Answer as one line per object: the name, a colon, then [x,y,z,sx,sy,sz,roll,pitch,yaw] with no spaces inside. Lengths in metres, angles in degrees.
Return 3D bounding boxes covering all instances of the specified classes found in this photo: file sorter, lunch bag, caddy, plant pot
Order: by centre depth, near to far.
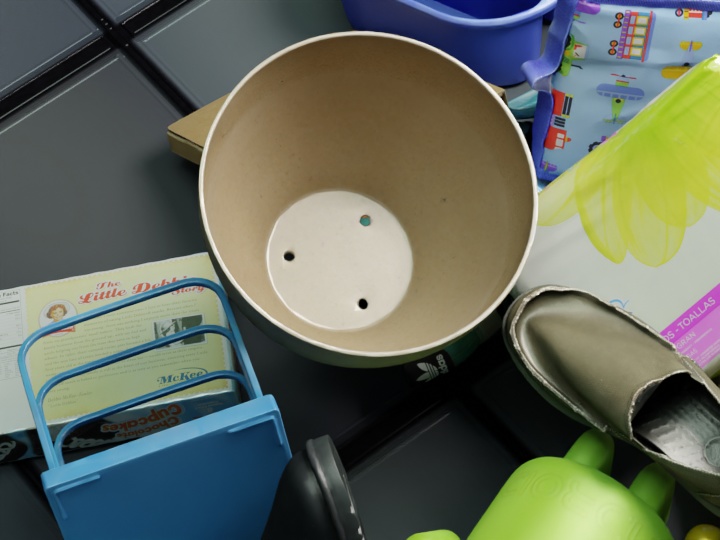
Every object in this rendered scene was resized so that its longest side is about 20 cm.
file sorter: [-0.114,0.120,1.647,0.138,0.200,0.123,-19,51,-5]
plant pot: [-0.005,-0.025,1.658,0.199,0.135,0.201,3,71,-8]
lunch bag: [0.199,-0.127,1.769,0.199,0.151,0.094,-6,43,-18]
caddy: [0.068,-0.221,1.924,0.199,0.105,0.142,24,62,24]

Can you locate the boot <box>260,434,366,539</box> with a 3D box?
boot: [-0.075,0.192,1.589,0.167,0.201,0.077,-15,47,-6]

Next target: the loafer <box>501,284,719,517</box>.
loafer: [0.166,0.067,1.591,0.200,0.070,0.075,34,80,21]

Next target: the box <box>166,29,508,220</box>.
box: [-0.017,-0.100,1.843,0.163,0.021,0.200,-29,28,-20]

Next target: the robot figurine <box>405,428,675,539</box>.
robot figurine: [0.109,0.191,1.609,0.175,0.116,0.200,29,63,13]

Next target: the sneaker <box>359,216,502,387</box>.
sneaker: [0.000,0.000,1.796,0.080,0.071,0.200,-40,52,-13]

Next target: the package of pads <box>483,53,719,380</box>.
package of pads: [0.191,-0.017,1.666,0.200,0.068,0.155,-42,78,16]

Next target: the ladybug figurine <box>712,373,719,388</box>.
ladybug figurine: [0.275,0.071,1.678,0.135,0.072,0.200,-19,29,44]

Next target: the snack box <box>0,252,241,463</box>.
snack box: [-0.182,0.059,1.802,0.199,0.037,0.117,-10,53,2]

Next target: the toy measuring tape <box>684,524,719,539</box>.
toy measuring tape: [0.274,0.211,1.615,0.200,0.074,0.074,32,62,3]

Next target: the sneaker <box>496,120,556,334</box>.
sneaker: [0.113,-0.030,1.797,0.090,0.079,0.200,-16,53,-7]

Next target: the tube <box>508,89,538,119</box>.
tube: [0.181,-0.130,1.856,0.199,0.077,0.051,-17,87,-15]
